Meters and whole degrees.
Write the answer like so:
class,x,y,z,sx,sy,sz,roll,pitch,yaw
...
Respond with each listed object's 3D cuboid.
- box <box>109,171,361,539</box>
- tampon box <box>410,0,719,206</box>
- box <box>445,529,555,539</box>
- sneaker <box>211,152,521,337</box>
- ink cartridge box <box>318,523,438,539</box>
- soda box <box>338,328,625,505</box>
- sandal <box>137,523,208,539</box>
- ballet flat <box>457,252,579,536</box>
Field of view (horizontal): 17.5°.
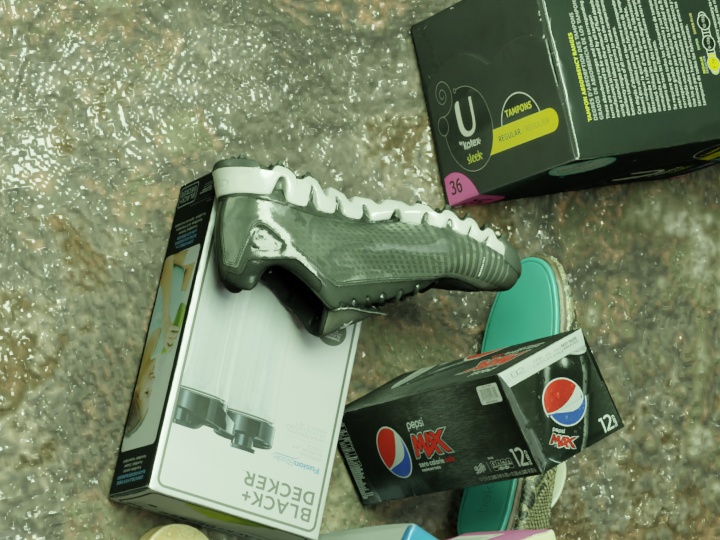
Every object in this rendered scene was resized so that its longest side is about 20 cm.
class,x,y,z,sx,sy,sz,roll,pitch,yaw
box,-0.066,0.054,1.387,0.116,0.060,0.201,21,70,-25
tampon box,0.162,-0.124,1.503,0.200,0.150,0.127,-9,84,-31
box,0.025,0.251,1.213,0.175,0.097,0.201,-11,88,-28
sneaker,0.000,0.000,1.366,0.200,0.066,0.091,15,76,-23
ink cartridge box,0.042,0.263,1.359,0.200,0.145,0.147,36,65,-19
soda box,0.064,0.088,1.373,0.071,0.200,0.063,-27,95,-31
sandal,-0.112,0.245,1.316,0.077,0.070,0.212,17,72,-26
ballet flat,0.108,0.093,1.487,0.075,0.068,0.201,23,74,-48
